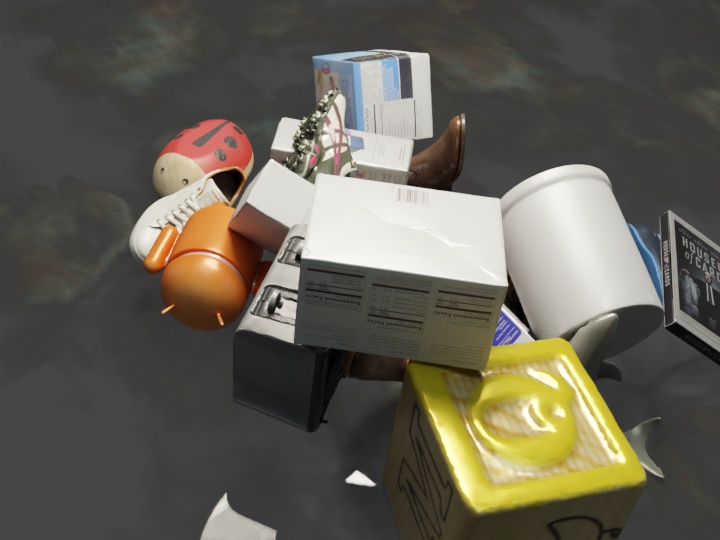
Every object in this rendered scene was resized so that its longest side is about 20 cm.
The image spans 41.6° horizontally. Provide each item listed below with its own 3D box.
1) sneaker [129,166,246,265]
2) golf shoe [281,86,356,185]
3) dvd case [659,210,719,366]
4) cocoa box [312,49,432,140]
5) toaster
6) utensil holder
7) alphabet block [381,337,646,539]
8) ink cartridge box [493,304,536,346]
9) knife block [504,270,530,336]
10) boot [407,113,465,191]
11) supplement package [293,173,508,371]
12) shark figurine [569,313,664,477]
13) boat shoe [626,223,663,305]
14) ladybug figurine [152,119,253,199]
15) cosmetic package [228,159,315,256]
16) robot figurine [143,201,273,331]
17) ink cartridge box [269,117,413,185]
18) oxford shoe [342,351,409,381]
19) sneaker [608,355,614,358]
[{"bbox_3d":[-0.237,-0.086,1.314,0.073,0.084,0.200,51,57,-12],"label":"sneaker"},{"bbox_3d":[-0.047,-0.162,1.273,0.088,0.077,0.202,35,46,-20],"label":"golf shoe"},{"bbox_3d":[0.473,0.030,1.311,0.149,0.025,0.202,31,48,-21],"label":"dvd case"},{"bbox_3d":[0.015,-0.280,1.520,0.129,0.136,0.200,-10,17,-19],"label":"cocoa box"},{"bbox_3d":[-0.064,0.071,1.121,0.117,0.201,0.182,18,49,8],"label":"toaster"},{"bbox_3d":[0.274,-0.003,1.202,0.167,0.171,0.202,-7,60,-19],"label":"utensil holder"},{"bbox_3d":[0.144,0.215,0.978,0.192,0.202,0.198,-7,43,-18],"label":"alphabet block"},{"bbox_3d":[0.148,0.074,1.222,0.037,0.095,0.200,24,19,-49],"label":"ink cartridge box"},{"bbox_3d":[0.210,0.009,1.333,0.199,0.065,0.175,-28,54,-36],"label":"knife block"},{"bbox_3d":[0.050,-0.169,1.417,0.197,0.188,0.065,9,46,-5],"label":"boot"},{"bbox_3d":[0.040,-0.001,0.974,0.197,0.112,0.157,8,37,-1],"label":"supplement package"},{"bbox_3d":[0.274,0.163,1.118,0.127,0.216,0.090,-18,28,21],"label":"shark figurine"},{"bbox_3d":[0.437,-0.006,1.380,0.068,0.085,0.202,8,43,-7],"label":"boat shoe"},{"bbox_3d":[-0.238,-0.172,1.448,0.134,0.073,0.201,21,42,14],"label":"ladybug figurine"},{"bbox_3d":[-0.058,-0.048,1.198,0.199,0.102,0.075,32,65,-13],"label":"cosmetic package"},{"bbox_3d":[-0.193,-0.004,1.231,0.144,0.116,0.201,46,32,-26],"label":"robot figurine"},{"bbox_3d":[-0.033,-0.125,1.376,0.197,0.147,0.088,11,40,2],"label":"ink cartridge box"},{"bbox_3d":[0.060,0.101,1.133,0.072,0.072,0.198,28,24,37],"label":"oxford shoe"},{"bbox_3d":[0.354,0.036,1.326,0.106,0.068,0.203,-4,40,-11],"label":"sneaker"}]
